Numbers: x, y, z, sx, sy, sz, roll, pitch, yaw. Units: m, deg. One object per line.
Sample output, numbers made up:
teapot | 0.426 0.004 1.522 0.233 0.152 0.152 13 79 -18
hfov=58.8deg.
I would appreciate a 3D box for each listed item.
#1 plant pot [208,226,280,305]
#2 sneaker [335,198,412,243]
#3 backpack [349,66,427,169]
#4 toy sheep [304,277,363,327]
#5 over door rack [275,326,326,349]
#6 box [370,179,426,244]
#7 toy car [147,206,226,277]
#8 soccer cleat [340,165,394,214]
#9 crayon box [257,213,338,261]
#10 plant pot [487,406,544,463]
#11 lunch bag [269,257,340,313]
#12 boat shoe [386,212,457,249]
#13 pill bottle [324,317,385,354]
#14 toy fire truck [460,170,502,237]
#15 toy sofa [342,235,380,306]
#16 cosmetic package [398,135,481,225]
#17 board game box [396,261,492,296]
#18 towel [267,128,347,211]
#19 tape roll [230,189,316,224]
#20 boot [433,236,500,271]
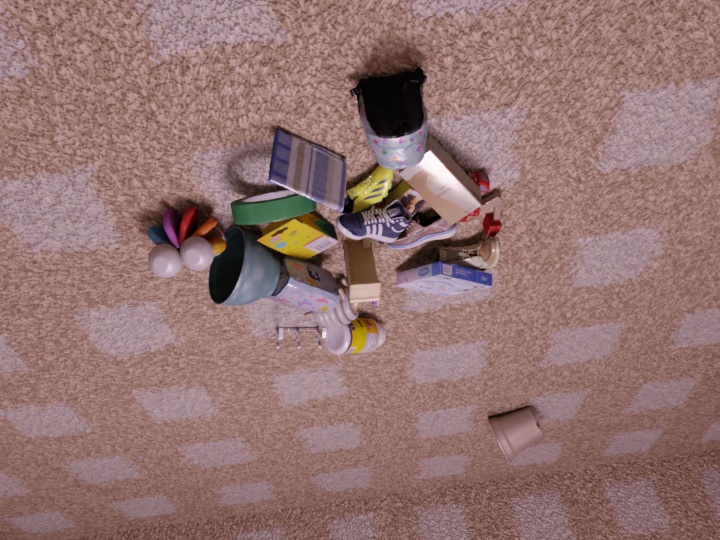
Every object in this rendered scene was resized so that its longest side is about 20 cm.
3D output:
plant pot | -0.293 0.002 1.668 0.133 0.203 0.200 17 136 -35
sneaker | 0.039 -0.127 1.565 0.198 0.071 0.108 6 145 -40
backpack | 0.075 -0.313 1.330 0.164 0.202 0.127 -14 142 6
toy sheep | -0.078 0.104 1.886 0.197 0.140 0.138 -14 142 21
over door rack | -0.189 0.209 1.983 0.145 0.068 0.200 0 173 -10
box | 0.088 -0.152 1.654 0.074 0.051 0.200 20 135 -30
toy car | -0.440 -0.081 1.589 0.197 0.175 0.152 -12 107 7
soccer cleat | 0.014 -0.196 1.575 0.083 0.065 0.200 15 137 -26
crayon box | -0.162 -0.094 1.644 0.126 0.051 0.199 -26 155 22
plant pot | 0.663 0.675 2.693 0.182 0.202 0.201 -29 139 7
lunch bag | -0.163 0.040 1.740 0.168 0.129 0.199 20 174 -29
boat shoe | 0.156 -0.116 1.704 0.197 0.073 0.073 -15 123 17
pill bottle | -0.012 0.204 2.007 0.198 0.110 0.109 4 146 -48
toy fire truck | 0.317 -0.173 1.668 0.138 0.049 0.201 0 140 -10
toy sofa | 0.000 0.000 1.708 0.081 0.202 0.098 -3 137 -6
cosmetic package | 0.193 -0.213 1.537 0.105 0.072 0.199 -34 118 31
board game box | 0.238 0.027 1.833 0.198 0.044 0.198 12 162 -32
towel | -0.116 -0.226 1.454 0.198 0.149 0.024 20 149 -30
tape roll | -0.203 -0.152 1.495 0.197 0.201 0.049 -10 104 2
boot | 0.294 -0.044 1.779 0.152 0.073 0.200 3 164 -9
